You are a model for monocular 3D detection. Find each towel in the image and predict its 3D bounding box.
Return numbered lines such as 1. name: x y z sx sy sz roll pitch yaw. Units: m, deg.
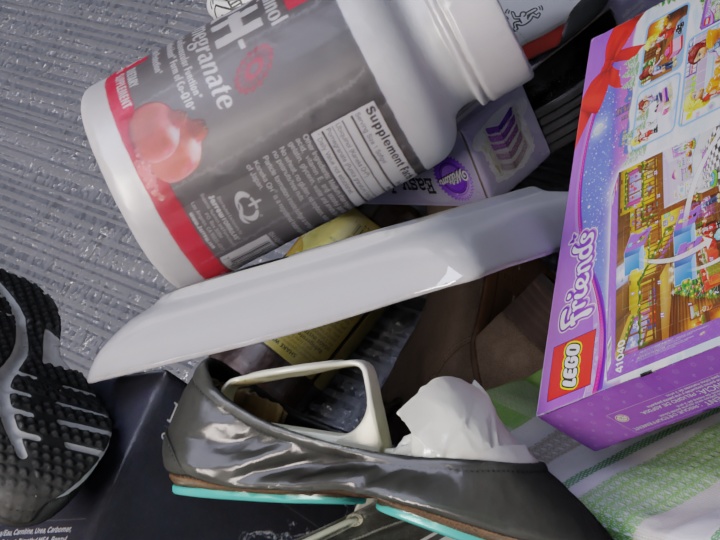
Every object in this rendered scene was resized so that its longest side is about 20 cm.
1. towel: 0.138 0.069 0.981 0.149 0.031 0.199 -23 26 -34

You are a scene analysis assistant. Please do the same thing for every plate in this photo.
1. plate: 0.000 0.000 1.033 0.199 0.033 0.199 -16 2 27

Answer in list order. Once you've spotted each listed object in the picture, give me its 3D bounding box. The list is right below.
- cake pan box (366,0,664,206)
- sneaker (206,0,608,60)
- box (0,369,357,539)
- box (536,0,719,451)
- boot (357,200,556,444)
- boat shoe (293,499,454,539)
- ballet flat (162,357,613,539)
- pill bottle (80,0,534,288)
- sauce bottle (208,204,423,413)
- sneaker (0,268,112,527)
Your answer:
1. cake pan box: 0.053 -0.101 1.227 0.199 0.053 0.184 1 35 47
2. sneaker: 0.020 -0.145 1.152 0.200 0.108 0.067 -20 23 5
3. box: -0.083 0.182 1.031 0.117 0.196 0.201 -13 48 52
4. box: 0.144 -0.036 0.950 0.137 0.039 0.201 -26 43 45
5. boot: 0.041 0.048 1.152 0.147 0.070 0.200 -53 28 8
6. boat shoe: 0.029 0.116 1.008 0.064 0.199 0.071 47 133 23
7. ballet flat: 0.010 0.074 0.932 0.199 0.068 0.069 9 91 18
8. pill bottle: -0.023 -0.081 1.081 0.199 0.111 0.111 -27 38 5
9. sauce bottle: -0.041 0.040 1.243 0.200 0.065 0.065 -50 35 -5
10. sneaker: -0.163 0.068 1.013 0.080 0.073 0.200 -62 21 14
